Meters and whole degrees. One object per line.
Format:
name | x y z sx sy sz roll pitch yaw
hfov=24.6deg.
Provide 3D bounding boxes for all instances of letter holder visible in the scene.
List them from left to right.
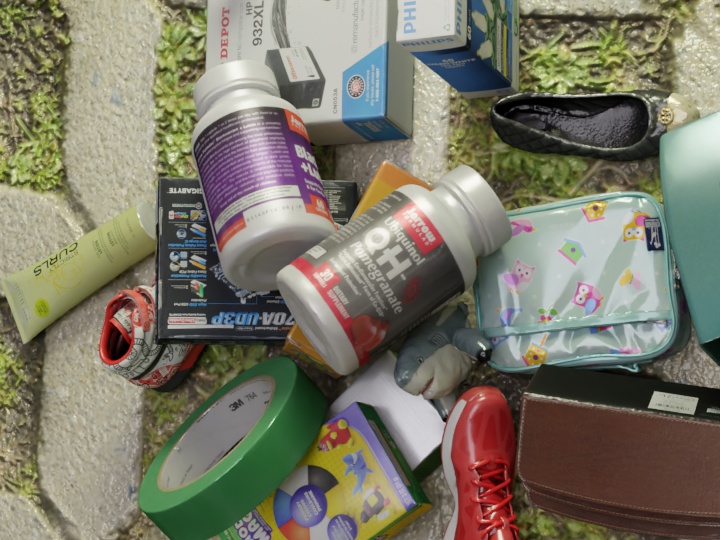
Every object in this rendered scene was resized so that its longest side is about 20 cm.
letter holder | 0.239 0.174 1.434 0.198 0.101 0.144 8 104 14

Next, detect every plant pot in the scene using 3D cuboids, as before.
plant pot | 0.343 -0.035 1.442 0.140 0.141 0.202 -23 66 17

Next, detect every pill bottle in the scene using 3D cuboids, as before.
pill bottle | -0.096 -0.092 1.543 0.111 0.111 0.201 -26 61 16
pill bottle | 0.033 -0.006 1.472 0.199 0.111 0.111 -35 68 -11

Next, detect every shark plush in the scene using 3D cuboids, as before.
shark plush | 0.063 0.043 1.533 0.091 0.083 0.201 123 156 -43

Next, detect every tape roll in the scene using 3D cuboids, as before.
tape roll | -0.122 0.169 1.566 0.200 0.201 0.048 -39 107 12

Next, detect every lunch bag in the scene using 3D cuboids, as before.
lunch bag | 0.203 0.018 1.517 0.198 0.077 0.162 -8 77 22

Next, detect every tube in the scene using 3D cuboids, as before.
tube | -0.294 -0.001 1.741 0.199 0.052 0.058 -30 31 20

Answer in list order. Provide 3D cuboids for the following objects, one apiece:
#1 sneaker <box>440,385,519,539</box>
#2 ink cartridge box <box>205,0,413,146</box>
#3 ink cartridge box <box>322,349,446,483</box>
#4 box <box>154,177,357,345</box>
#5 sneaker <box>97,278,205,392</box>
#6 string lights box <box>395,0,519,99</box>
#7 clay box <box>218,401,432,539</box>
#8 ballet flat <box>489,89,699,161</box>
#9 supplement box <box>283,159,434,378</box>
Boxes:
sneaker | 0.125 0.212 1.474 0.115 0.078 0.202 -147 54 -63
ink cartridge box | -0.052 -0.204 1.655 0.198 0.084 0.147 -3 80 22
ink cartridge box | -0.002 0.182 1.582 0.200 0.059 0.104 -44 69 10
box | -0.100 -0.008 1.614 0.198 0.046 0.161 0 80 -9
sneaker | -0.183 0.025 1.652 0.067 0.108 0.202 36 96 36
string lights box | 0.092 -0.236 1.539 0.058 0.200 0.104 -3 80 21
clay box | -0.045 0.226 1.534 0.199 0.048 0.115 -38 68 12
ballet flat | 0.217 -0.137 1.549 0.198 0.057 0.067 0 82 22
supplement box | 0.000 0.000 1.572 0.066 0.069 0.201 30 74 -3
